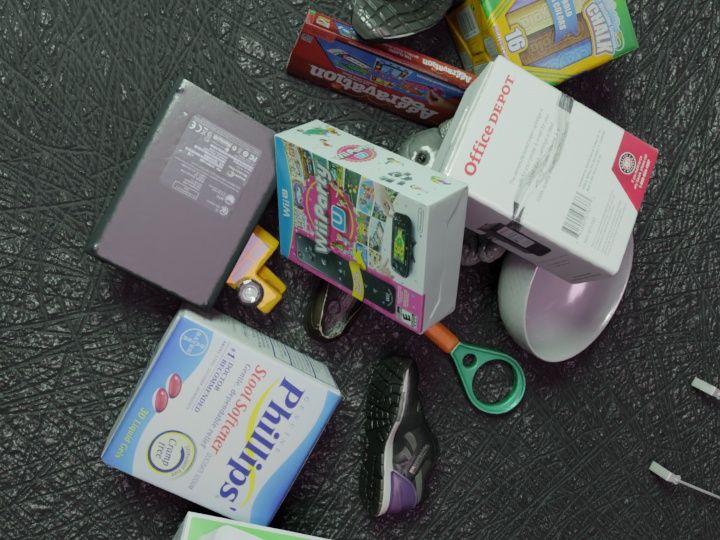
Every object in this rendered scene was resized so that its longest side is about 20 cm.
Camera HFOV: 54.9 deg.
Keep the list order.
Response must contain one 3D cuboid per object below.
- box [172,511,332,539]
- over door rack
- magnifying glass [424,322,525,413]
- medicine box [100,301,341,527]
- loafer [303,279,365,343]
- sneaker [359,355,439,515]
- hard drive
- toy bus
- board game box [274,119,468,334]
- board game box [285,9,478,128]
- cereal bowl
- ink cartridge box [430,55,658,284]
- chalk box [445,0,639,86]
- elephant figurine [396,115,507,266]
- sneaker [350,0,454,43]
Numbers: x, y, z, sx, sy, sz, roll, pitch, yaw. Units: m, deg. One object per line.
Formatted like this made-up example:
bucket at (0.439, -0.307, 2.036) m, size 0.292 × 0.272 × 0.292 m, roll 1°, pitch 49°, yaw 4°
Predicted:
box at (-0.126, 0.366, 0.784) m, size 0.199 × 0.097 × 0.177 m, roll 17°, pitch 137°, yaw -14°
over door rack at (0.526, 0.261, 0.969) m, size 0.199 × 0.067 × 0.148 m, roll 26°, pitch 92°, yaw -15°
magnifying glass at (0.132, 0.109, 0.884) m, size 0.200 × 0.022 × 0.080 m, roll 41°, pitch 89°, yaw -14°
medicine box at (-0.154, 0.159, 0.788) m, size 0.199 × 0.103 × 0.183 m, roll 29°, pitch 92°, yaw -14°
loafer at (0.000, 0.000, 0.811) m, size 0.073 × 0.071 × 0.201 m, roll 22°, pitch 94°, yaw -15°
sneaker at (0.057, 0.200, 0.858) m, size 0.087 × 0.076 × 0.201 m, roll 3°, pitch 104°, yaw -26°
hard drive at (-0.172, -0.075, 0.716) m, size 0.139 × 0.033 × 0.201 m, roll 28°, pitch 89°, yaw -16°
toy bus at (-0.161, -0.041, 0.774) m, size 0.200 × 0.065 × 0.078 m, roll 41°, pitch 87°, yaw -15°
board game box at (0.005, -0.047, 0.694) m, size 0.064 × 0.200 × 0.148 m, roll -30°, pitch 135°, yaw -36°
board game box at (0.023, -0.216, 0.766) m, size 0.199 × 0.103 × 0.020 m, roll 17°, pitch 74°, yaw -14°
cereal bowl at (0.237, 0.004, 0.841) m, size 0.199 × 0.083 × 0.201 m, roll -16°, pitch 118°, yaw -32°
ink cartridge box at (0.178, -0.097, 0.703) m, size 0.199 × 0.083 × 0.146 m, roll 27°, pitch 76°, yaw -10°
chalk box at (0.220, -0.281, 0.787) m, size 0.199 × 0.124 × 0.124 m, roll -24°, pitch 103°, yaw -6°
elephant figurine at (0.105, -0.114, 0.783) m, size 0.200 × 0.155 × 0.141 m, roll 44°, pitch 122°, yaw -14°
sneaker at (0.057, -0.281, 0.742) m, size 0.076 × 0.088 × 0.200 m, roll 47°, pitch 60°, yaw -1°
